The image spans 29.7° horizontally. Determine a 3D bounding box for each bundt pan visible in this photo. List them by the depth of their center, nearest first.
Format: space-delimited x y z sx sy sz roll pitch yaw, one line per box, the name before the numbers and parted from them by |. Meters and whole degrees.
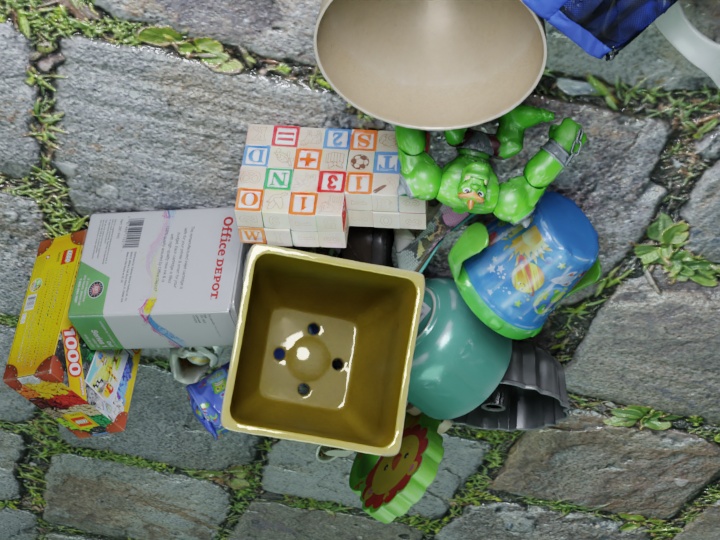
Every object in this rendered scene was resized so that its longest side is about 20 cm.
bundt pan | 0.174 0.142 1.754 0.199 0.077 0.202 6 158 2

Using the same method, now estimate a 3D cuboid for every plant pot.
plant pot | 0.063 -0.239 1.183 0.197 0.136 0.201 4 146 3
plant pot | -0.050 0.093 1.516 0.191 0.199 0.200 10 173 -6

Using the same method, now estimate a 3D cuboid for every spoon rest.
spoon rest | 0.349 -0.201 1.257 0.198 0.061 0.099 23 143 -22

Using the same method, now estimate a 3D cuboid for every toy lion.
toy lion | 0.047 0.260 1.849 0.068 0.193 0.199 36 141 -17

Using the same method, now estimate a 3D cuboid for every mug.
mug | 0.078 0.090 1.646 0.184 0.154 0.114 -21 134 35

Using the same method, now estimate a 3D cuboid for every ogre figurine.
ogre figurine | 0.119 -0.116 1.364 0.198 0.122 0.098 13 -178 -24

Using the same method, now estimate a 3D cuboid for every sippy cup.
sippy cup | 0.190 -0.015 1.504 0.140 0.178 0.130 50 126 3

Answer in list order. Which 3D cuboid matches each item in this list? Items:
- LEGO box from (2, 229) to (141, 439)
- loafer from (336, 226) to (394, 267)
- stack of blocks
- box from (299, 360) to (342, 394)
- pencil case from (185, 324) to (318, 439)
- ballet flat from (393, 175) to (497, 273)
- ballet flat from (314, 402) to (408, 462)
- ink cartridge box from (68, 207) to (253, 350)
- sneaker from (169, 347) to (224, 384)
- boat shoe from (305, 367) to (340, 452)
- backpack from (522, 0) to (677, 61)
LEGO box | -0.339 0.079 1.655 0.076 0.202 0.149 -12 143 26
loafer | 0.000 0.000 1.612 0.070 0.074 0.201 13 141 7
stack of blocks | -0.026 -0.088 1.437 0.197 0.116 0.059 3 146 5
box | -0.069 0.146 1.854 0.197 0.038 0.137 3 146 6
pencil case | -0.125 0.139 1.743 0.198 0.087 0.079 -29 121 -4
ballet flat | 0.079 -0.059 1.516 0.071 0.069 0.200 34 136 -7
ballet flat | 0.001 0.213 1.847 0.069 0.070 0.199 26 141 -27
ink cartridge box | -0.224 0.010 1.584 0.197 0.146 0.084 -2 146 12
sneaker | -0.190 0.075 1.732 0.076 0.082 0.200 18 143 -13
boat shoe | -0.029 0.164 1.784 0.060 0.074 0.200 47 134 7
backpack | 0.214 -0.291 1.057 0.167 0.164 0.199 29 141 -25
